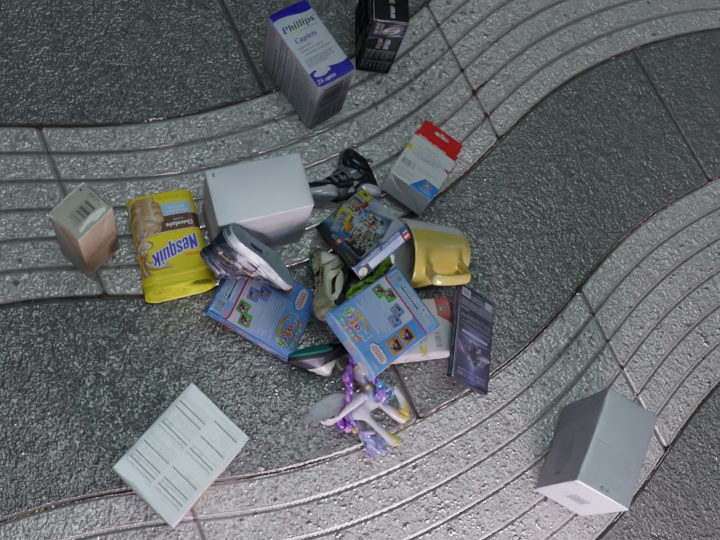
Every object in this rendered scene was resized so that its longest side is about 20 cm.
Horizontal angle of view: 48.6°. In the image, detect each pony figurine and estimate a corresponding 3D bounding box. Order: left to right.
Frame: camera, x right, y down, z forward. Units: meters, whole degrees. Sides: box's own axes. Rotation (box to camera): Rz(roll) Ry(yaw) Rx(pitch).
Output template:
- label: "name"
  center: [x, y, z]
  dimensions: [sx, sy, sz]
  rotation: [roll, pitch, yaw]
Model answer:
- label: "pony figurine"
  center: [-0.002, 0.272, 1.586]
  dimensions: [0.193, 0.166, 0.201]
  rotation: [-43, 103, -25]

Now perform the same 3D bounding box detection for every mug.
- label: "mug"
  center: [0.158, -0.020, 1.717]
  dimensions: [0.150, 0.150, 0.190]
  rotation: [-1, 58, -22]

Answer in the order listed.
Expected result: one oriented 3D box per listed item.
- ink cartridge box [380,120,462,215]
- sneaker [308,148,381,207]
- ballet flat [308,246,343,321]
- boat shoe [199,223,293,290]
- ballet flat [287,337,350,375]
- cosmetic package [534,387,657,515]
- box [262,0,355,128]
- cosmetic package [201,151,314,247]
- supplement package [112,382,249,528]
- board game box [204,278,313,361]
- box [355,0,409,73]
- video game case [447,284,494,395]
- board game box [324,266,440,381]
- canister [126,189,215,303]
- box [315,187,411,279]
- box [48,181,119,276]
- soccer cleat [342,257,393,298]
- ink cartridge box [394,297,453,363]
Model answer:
- label: "ink cartridge box"
  center: [0.142, -0.237, 1.813]
  dimensions: [0.115, 0.067, 0.201]
  rotation: [34, 54, -1]
- label: "sneaker"
  center: [-0.055, -0.205, 1.767]
  dimensions: [0.196, 0.076, 0.116]
  rotation: [-2, 71, -20]
- label: "ballet flat"
  center: [-0.065, 0.015, 1.652]
  dimensions: [0.067, 0.075, 0.203]
  rotation: [36, 32, -34]
- label: "boat shoe"
  center: [-0.221, -0.009, 1.563]
  dimensions: [0.090, 0.200, 0.072]
  rotation: [-33, 41, 17]
- label: "ballet flat"
  center: [-0.058, 0.174, 1.626]
  dimensions: [0.197, 0.073, 0.074]
  rotation: [-19, 76, -35]
- label: "cosmetic package"
  center: [0.475, 0.371, 1.615]
  dimensions: [0.121, 0.200, 0.203]
  rotation: [28, 68, -2]
- label: "box"
  center: [-0.119, -0.457, 1.776]
  dimensions: [0.104, 0.184, 0.202]
  rotation: [-32, 81, -20]
- label: "cosmetic package"
  center: [-0.214, -0.129, 1.632]
  dimensions: [0.195, 0.200, 0.125]
  rotation: [-14, 74, -16]
- label: "supplement package"
  center: [-0.329, 0.343, 1.469]
  dimensions: [0.150, 0.152, 0.200]
  rotation: [41, 67, 3]
- label: "board game box"
  center: [-0.197, 0.068, 1.623]
  dimensions: [0.198, 0.036, 0.154]
  rotation: [33, 66, -18]
- label: "box"
  center: [0.047, -0.587, 1.851]
  dimensions: [0.084, 0.200, 0.168]
  rotation: [3, 70, -11]
- label: "video game case"
  center: [0.237, 0.147, 1.698]
  dimensions: [0.142, 0.019, 0.204]
  rotation: [31, 61, -44]
- label: "board game box"
  center: [0.046, 0.103, 1.592]
  dimensions: [0.199, 0.037, 0.152]
  rotation: [-32, 81, -36]
- label: "canister"
  center: [-0.389, -0.052, 1.628]
  dimensions: [0.145, 0.087, 0.204]
  rotation: [-13, 73, -17]
- label: "box"
  center: [0.002, -0.081, 1.656]
  dimensions: [0.136, 0.200, 0.038]
  rotation: [-40, 128, -3]
- label: "box"
  center: [-0.529, -0.075, 1.539]
  dimensions: [0.077, 0.200, 0.095]
  rotation: [39, 68, 3]
- label: "soccer cleat"
  center: [0.000, 0.000, 1.677]
  dimensions: [0.081, 0.068, 0.200]
  rotation: [42, 31, 6]
- label: "ink cartridge box"
  center: [0.100, 0.128, 1.674]
  dimensions: [0.196, 0.067, 0.119]
  rotation: [-3, 71, -26]
